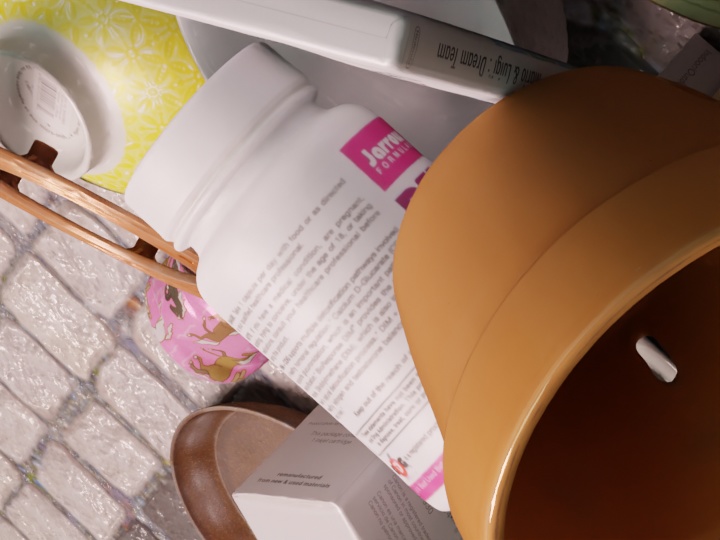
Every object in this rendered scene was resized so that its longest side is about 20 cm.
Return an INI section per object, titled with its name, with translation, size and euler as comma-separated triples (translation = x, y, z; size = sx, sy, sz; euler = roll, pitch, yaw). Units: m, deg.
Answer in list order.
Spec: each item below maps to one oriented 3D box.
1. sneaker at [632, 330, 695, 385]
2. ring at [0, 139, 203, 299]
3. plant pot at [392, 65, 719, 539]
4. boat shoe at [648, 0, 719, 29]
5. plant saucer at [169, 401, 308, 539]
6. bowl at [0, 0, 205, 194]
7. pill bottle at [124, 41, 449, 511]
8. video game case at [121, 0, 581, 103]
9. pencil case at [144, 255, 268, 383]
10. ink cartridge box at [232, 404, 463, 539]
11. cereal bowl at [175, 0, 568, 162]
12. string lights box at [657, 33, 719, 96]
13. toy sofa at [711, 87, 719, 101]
[sneaker]
translation = 0.135, 0.084, 0.888
size = 0.074, 0.089, 0.200
euler = 41, -173, 29
[ring]
translation = -0.132, -0.030, 0.986
size = 0.199, 0.019, 0.200
euler = 27, 172, 4
[plant pot]
translation = 0.100, 0.019, 0.708
size = 0.140, 0.199, 0.201
euler = 52, 157, 44
[boat shoe]
translation = 0.172, -0.126, 0.726
size = 0.198, 0.074, 0.063
euler = 12, 143, -3
[plant saucer]
translation = -0.034, 0.157, 1.261
size = 0.199, 0.034, 0.201
euler = 26, 141, 23
[bowl]
translation = -0.138, -0.109, 1.041
size = 0.199, 0.108, 0.201
euler = 25, 139, 24
[pill bottle]
translation = 0.000, 0.000, 0.871
size = 0.200, 0.113, 0.113
euler = 41, 144, 2
[video game case]
translation = -0.023, -0.096, 0.768
size = 0.199, 0.182, 0.024
euler = 18, 96, 30
[pencil case]
translation = -0.046, -0.007, 1.075
size = 0.200, 0.082, 0.087
euler = -38, 75, 53
[ink cartridge box]
translation = 0.053, 0.105, 0.990
size = 0.083, 0.200, 0.147
euler = -2, 124, 48
[cereal bowl]
translation = 0.012, -0.125, 0.903
size = 0.199, 0.083, 0.201
euler = 25, 140, 23
[string lights box]
translation = 0.185, 0.003, 0.846
size = 0.200, 0.103, 0.059
euler = 40, 145, 5
[toy sofa]
translation = 0.233, -0.025, 0.789
size = 0.200, 0.083, 0.098
euler = 40, 140, 6
